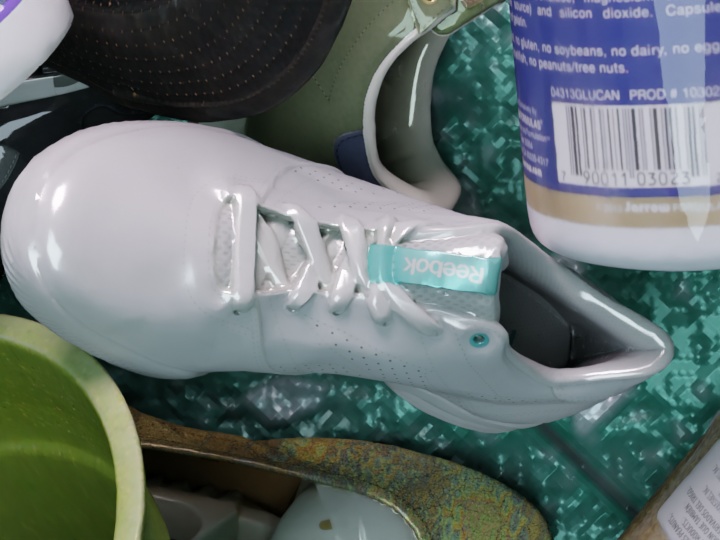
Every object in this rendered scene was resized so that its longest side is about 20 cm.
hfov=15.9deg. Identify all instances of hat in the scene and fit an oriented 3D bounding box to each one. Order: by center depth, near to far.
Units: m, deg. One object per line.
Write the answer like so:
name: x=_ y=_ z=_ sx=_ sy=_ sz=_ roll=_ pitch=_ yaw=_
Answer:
hat: x=-0.068 y=-0.142 z=0.719 sx=0.200 sy=0.081 sz=0.201 roll=22 pitch=141 yaw=19

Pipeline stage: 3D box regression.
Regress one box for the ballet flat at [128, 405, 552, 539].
ballet flat: x=-0.039 y=0.087 z=0.851 sx=0.200 sy=0.071 sz=0.071 roll=12 pitch=107 yaw=12

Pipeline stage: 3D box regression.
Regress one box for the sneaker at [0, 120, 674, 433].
sneaker: x=0.000 y=0.000 z=0.731 sx=0.088 sy=0.200 sz=0.075 roll=-5 pitch=74 yaw=57

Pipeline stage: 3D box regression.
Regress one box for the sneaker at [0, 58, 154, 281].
sneaker: x=-0.131 y=-0.028 z=0.820 sx=0.200 sy=0.076 sz=0.088 roll=-21 pitch=121 yaw=-16

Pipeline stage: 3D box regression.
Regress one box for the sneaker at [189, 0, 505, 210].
sneaker: x=0.009 y=-0.106 z=0.780 sx=0.090 sy=0.067 sz=0.200 roll=20 pitch=116 yaw=21

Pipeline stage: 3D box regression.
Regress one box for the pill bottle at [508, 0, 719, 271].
pill bottle: x=0.095 y=-0.109 z=0.737 sx=0.111 sy=0.111 sz=0.200 roll=-2 pitch=104 yaw=16

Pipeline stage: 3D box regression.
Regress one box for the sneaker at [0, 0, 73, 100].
sneaker: x=-0.196 y=-0.092 z=0.705 sx=0.200 sy=0.081 sz=0.147 roll=-15 pitch=120 yaw=16

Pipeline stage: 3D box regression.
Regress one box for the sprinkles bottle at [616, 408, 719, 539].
sprinkles bottle: x=0.132 y=0.070 z=0.798 sx=0.068 sy=0.068 sz=0.200 roll=38 pitch=111 yaw=3

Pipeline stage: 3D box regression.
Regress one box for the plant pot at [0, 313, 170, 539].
plant pot: x=-0.105 y=0.148 z=0.776 sx=0.200 sy=0.200 sz=0.190 roll=-19 pitch=136 yaw=19
